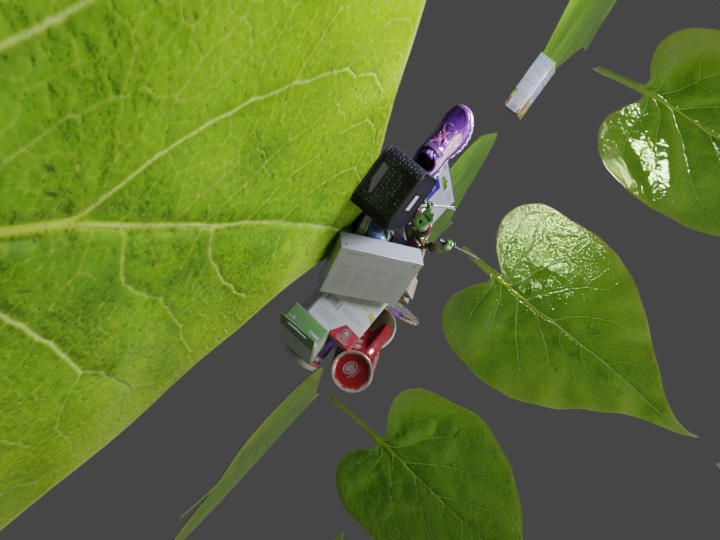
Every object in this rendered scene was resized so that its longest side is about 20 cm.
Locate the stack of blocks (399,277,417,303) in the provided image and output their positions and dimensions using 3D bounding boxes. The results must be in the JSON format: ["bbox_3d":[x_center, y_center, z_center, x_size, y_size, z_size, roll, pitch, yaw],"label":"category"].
[{"bbox_3d":[0.103,0.038,1.579,0.200,0.113,0.060,52,56,-68],"label":"stack of blocks"}]

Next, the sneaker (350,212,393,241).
[{"bbox_3d":[0.040,-0.092,1.290,0.076,0.077,0.200,-55,172,20],"label":"sneaker"}]

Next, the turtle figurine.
[{"bbox_3d":[0.175,-0.119,1.308,0.194,0.195,0.148,51,40,-64],"label":"turtle figurine"}]

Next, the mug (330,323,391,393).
[{"bbox_3d":[-0.008,0.211,1.421,0.200,0.131,0.181,-60,173,-81],"label":"mug"}]

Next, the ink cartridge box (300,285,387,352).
[{"bbox_3d":[-0.025,0.068,1.329,0.201,0.146,0.083,-48,-164,-12],"label":"ink cartridge box"}]

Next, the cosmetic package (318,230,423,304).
[{"bbox_3d":[0.020,-0.001,1.223,0.152,0.195,0.053,123,-29,-45],"label":"cosmetic package"}]

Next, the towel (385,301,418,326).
[{"bbox_3d":[0.070,0.082,1.504,0.023,0.144,0.199,-51,136,7],"label":"towel"}]

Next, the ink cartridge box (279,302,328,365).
[{"bbox_3d":[-0.132,0.141,1.272,0.059,0.103,0.201,-46,169,-23],"label":"ink cartridge box"}]

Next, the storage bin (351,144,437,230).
[{"bbox_3d":[0.074,-0.164,1.123,0.136,0.093,0.200,-52,172,13],"label":"storage bin"}]

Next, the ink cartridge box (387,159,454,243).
[{"bbox_3d":[0.156,-0.180,1.408,0.200,0.047,0.199,-48,147,-15],"label":"ink cartridge box"}]

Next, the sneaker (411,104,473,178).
[{"bbox_3d":[0.178,-0.282,1.237,0.202,0.080,0.088,-54,163,23],"label":"sneaker"}]

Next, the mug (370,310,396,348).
[{"bbox_3d":[0.007,0.121,1.587,0.151,0.184,0.154,-60,-166,17],"label":"mug"}]

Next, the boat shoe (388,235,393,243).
[{"bbox_3d":[0.094,-0.040,1.782,0.070,0.070,0.204,10,106,-61],"label":"boat shoe"}]

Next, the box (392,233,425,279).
[{"bbox_3d":[0.145,-0.082,1.585,0.201,0.094,0.180,93,15,-73],"label":"box"}]

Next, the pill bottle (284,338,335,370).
[{"bbox_3d":[-0.102,0.151,1.440,0.201,0.111,0.111,-51,171,5],"label":"pill bottle"}]

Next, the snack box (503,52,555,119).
[{"bbox_3d":[0.589,-0.635,1.902,0.202,0.067,0.168,-56,169,19],"label":"snack box"}]
